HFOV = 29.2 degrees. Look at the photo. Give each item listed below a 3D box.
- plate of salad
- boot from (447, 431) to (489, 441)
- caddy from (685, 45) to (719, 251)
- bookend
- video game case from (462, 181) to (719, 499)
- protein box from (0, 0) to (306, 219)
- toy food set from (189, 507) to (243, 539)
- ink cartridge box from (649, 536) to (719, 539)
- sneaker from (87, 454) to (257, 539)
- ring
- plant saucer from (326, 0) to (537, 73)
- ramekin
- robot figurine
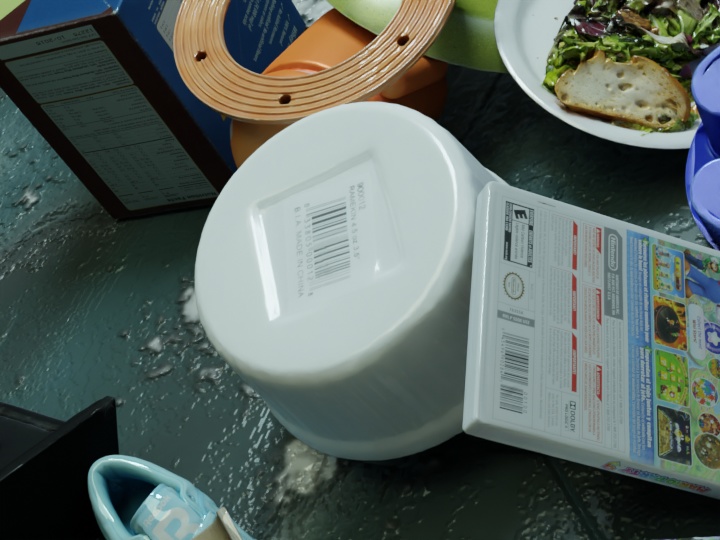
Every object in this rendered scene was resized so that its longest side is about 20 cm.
[{"bbox_3d":[0.188,-0.161,0.912,0.199,0.048,0.201,1,52,-2],"label":"plate of salad"},{"bbox_3d":[0.107,0.027,0.825,0.199,0.066,0.165,-10,61,31],"label":"boot"},{"bbox_3d":[0.279,-0.067,0.786,0.199,0.105,0.142,-2,74,28],"label":"caddy"},{"bbox_3d":[-0.286,0.138,0.858,0.198,0.092,0.200,13,27,25],"label":"bookend"},{"bbox_3d":[0.150,0.042,0.721,0.018,0.199,0.144,126,155,-54],"label":"video game case"},{"bbox_3d":[-0.161,-0.182,1.070,0.135,0.200,0.199,-6,50,26],"label":"protein box"},{"bbox_3d":[-0.121,0.241,0.740,0.200,0.060,0.144,-33,73,2],"label":"toy food set"},{"bbox_3d":[0.111,0.201,0.624,0.109,0.050,0.200,-12,22,36],"label":"ink cartridge box"},{"bbox_3d":[-0.099,0.170,0.816,0.200,0.082,0.074,21,67,41],"label":"sneaker"},{"bbox_3d":[-0.029,-0.173,0.910,0.200,0.019,0.201,-11,54,16],"label":"ring"},{"bbox_3d":[0.059,-0.203,0.988,0.199,0.031,0.200,15,32,-10],"label":"plant saucer"},{"bbox_3d":[0.000,0.000,0.805,0.200,0.098,0.201,-14,57,24],"label":"ramekin"},{"bbox_3d":[-0.013,-0.112,0.963,0.143,0.117,0.200,13,43,26],"label":"robot figurine"}]
